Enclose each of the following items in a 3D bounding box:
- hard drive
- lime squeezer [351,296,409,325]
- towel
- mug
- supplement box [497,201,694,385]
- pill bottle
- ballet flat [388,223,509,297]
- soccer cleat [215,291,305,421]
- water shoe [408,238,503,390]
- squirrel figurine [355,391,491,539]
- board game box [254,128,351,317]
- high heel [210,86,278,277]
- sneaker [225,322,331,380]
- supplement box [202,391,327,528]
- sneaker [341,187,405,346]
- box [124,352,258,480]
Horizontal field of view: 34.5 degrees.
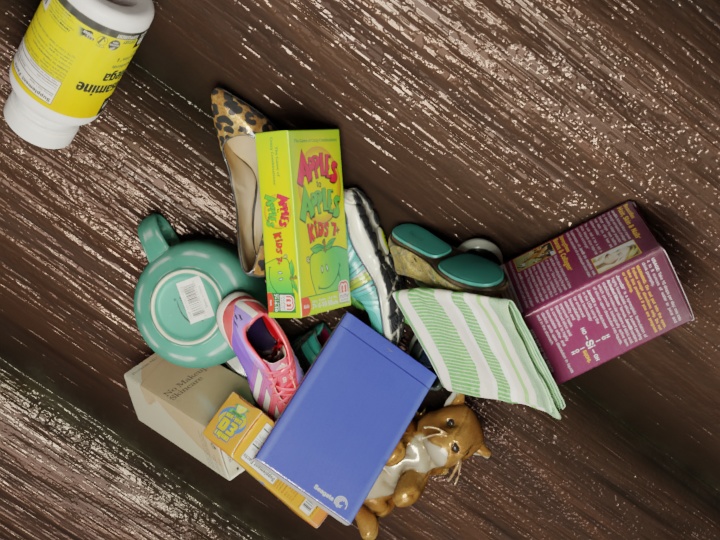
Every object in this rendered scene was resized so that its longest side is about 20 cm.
[{"bbox_3d":[-0.016,0.167,1.326,0.131,0.201,0.025,35,160,-6],"label":"hard drive"},{"bbox_3d":[-0.016,0.042,1.429,0.198,0.038,0.071,7,120,6],"label":"lime squeezer"},{"bbox_3d":[0.126,0.086,1.263,0.199,0.023,0.153,9,133,57],"label":"towel"},{"bbox_3d":[-0.207,0.033,1.387,0.183,0.114,0.153,23,95,4],"label":"mug"},{"bbox_3d":[0.246,0.029,1.289,0.198,0.131,0.104,-27,114,10],"label":"supplement box"},{"bbox_3d":[-0.318,-0.236,1.284,0.112,0.113,0.200,33,122,-9],"label":"pill bottle"},{"bbox_3d":[0.100,0.006,1.312,0.070,0.200,0.071,-14,117,-30],"label":"ballet flat"},{"bbox_3d":[-0.097,0.115,1.334,0.068,0.073,0.201,-37,118,-19],"label":"soccer cleat"},{"bbox_3d":[0.118,0.058,1.379,0.071,0.079,0.201,16,121,-11],"label":"water shoe"},{"bbox_3d":[0.065,0.214,1.436,0.185,0.200,0.143,-28,91,12],"label":"squirrel figurine"},{"bbox_3d":[-0.062,-0.054,1.296,0.047,0.101,0.203,0,96,33],"label":"board game box"},{"bbox_3d":[-0.131,-0.097,1.306,0.071,0.143,0.201,-16,117,33],"label":"high heel"},{"bbox_3d":[-0.092,0.106,1.460,0.200,0.084,0.121,39,84,22],"label":"sneaker"},{"bbox_3d":[-0.100,0.226,1.377,0.066,0.069,0.200,25,160,45],"label":"supplement box"},{"bbox_3d":[0.000,0.000,1.380,0.079,0.078,0.202,-17,102,21],"label":"sneaker"},{"bbox_3d":[-0.198,0.171,1.451,0.199,0.095,0.078,22,135,41],"label":"box"}]
